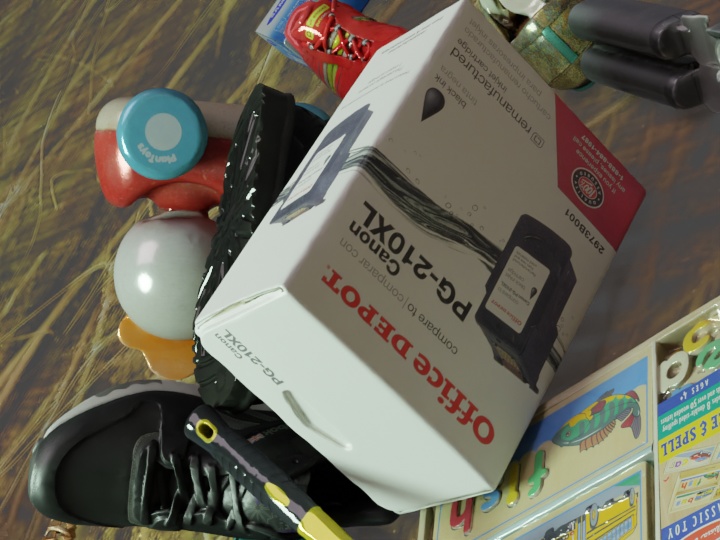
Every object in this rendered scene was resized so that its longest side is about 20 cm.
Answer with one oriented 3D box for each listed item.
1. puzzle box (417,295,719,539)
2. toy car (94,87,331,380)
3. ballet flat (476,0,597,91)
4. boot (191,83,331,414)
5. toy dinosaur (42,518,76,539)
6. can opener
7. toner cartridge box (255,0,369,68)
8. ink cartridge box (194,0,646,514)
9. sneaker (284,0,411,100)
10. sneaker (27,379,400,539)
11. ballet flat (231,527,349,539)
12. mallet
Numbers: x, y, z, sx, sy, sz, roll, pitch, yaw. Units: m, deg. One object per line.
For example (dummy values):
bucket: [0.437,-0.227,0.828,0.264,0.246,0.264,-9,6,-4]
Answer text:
puzzle box: [0.096,0.107,0.700,0.200,0.025,0.134,-37,30,35]
toy car: [-0.108,-0.021,1.150,0.184,0.175,0.202,-162,78,-79]
ballet flat: [0.104,-0.173,1.003,0.071,0.071,0.200,-48,24,14]
boot: [0.001,-0.002,0.867,0.079,0.157,0.212,130,153,-51]
toy dinosaur: [-0.244,0.254,1.106,0.200,0.103,0.135,-45,34,-24]
can opener: [0.179,-0.116,0.829,0.066,0.054,0.200,-24,21,-11]
toner cartridge box: [-0.006,-0.268,1.364,0.201,0.043,0.095,-55,22,1]
ink cartridge box: [0.034,-0.006,0.778,0.084,0.145,0.201,-23,29,52]
sneaker: [-0.010,-0.160,1.176,0.077,0.085,0.200,-56,23,-1]
sneaker: [-0.066,0.102,0.817,0.087,0.198,0.076,-151,62,-62]
ballet flat: [-0.038,0.173,0.803,0.200,0.070,0.066,-74,-17,-81]
mallet: [-0.024,0.127,0.732,0.199,0.041,0.066,26,84,40]
